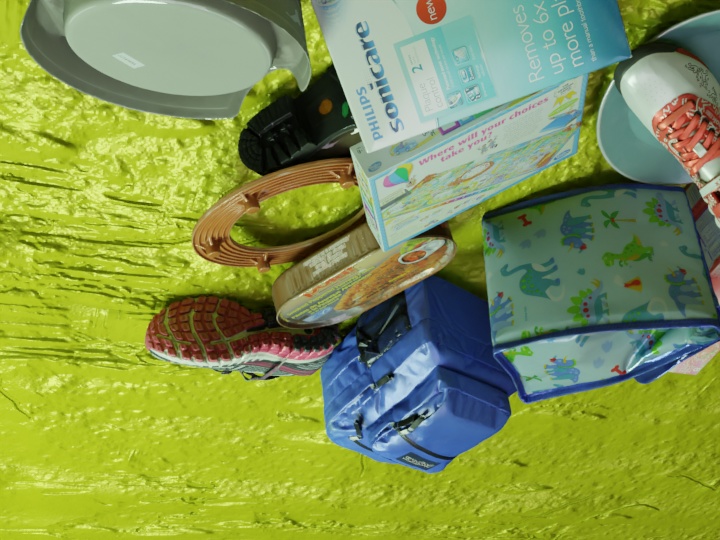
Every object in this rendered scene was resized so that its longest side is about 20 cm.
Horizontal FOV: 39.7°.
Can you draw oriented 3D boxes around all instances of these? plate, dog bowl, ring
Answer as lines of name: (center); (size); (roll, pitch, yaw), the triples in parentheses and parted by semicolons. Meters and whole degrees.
plate: (0.305, -0.157, 0.892); (0.198, 0.026, 0.201); (-7, 139, -6)
dog bowl: (-0.130, -0.171, 0.693); (0.198, 0.059, 0.200); (4, 165, 1)
ring: (-0.053, -0.043, 0.892); (0.199, 0.019, 0.201); (-16, 162, -5)

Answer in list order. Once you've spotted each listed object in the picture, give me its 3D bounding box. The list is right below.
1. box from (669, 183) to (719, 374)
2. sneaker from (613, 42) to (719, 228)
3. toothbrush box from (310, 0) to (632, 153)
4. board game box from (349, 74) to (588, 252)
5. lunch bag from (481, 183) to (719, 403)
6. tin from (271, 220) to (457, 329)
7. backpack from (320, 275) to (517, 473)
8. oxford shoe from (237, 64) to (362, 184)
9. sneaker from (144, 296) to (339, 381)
box: (0.350, 0.007, 1.030); (0.094, 0.103, 0.201); (8, 135, -20)
sneaker: (0.296, -0.106, 0.845); (0.067, 0.109, 0.201); (-35, 133, 27)
toothbrush box: (0.072, -0.192, 0.710); (0.198, 0.085, 0.148); (-17, 108, 10)
board game box: (0.093, -0.101, 0.836); (0.199, 0.034, 0.135); (-27, 156, -5)
lunch bag: (0.226, 0.014, 0.942); (0.198, 0.171, 0.128); (-17, 140, 20)
tin: (0.000, 0.000, 0.964); (0.199, 0.042, 0.112); (-29, 159, 28)
backpack: (0.050, 0.125, 1.052); (0.162, 0.169, 0.200); (29, 130, -29)
oxford shoe: (0.001, -0.130, 0.833); (0.199, 0.073, 0.084); (-23, 154, 17)
sneaker: (-0.122, 0.082, 1.028); (0.198, 0.081, 0.075); (6, 139, -19)
